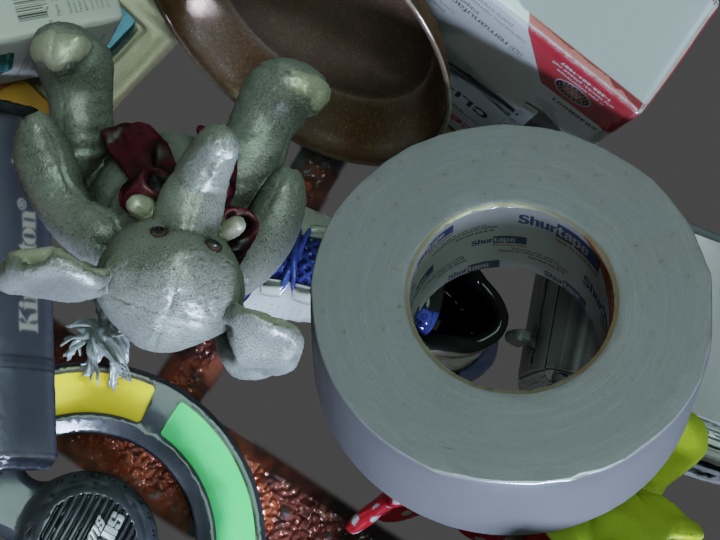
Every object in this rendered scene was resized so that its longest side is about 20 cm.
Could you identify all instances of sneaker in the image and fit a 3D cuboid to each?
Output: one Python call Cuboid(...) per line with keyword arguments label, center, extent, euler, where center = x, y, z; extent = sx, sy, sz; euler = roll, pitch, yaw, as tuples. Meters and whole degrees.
Cuboid(label="sneaker", center=(0.001, 0.000, 1.035), extent=(0.198, 0.115, 0.081), euler=(20, 74, -8))

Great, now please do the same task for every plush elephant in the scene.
Cuboid(label="plush elephant", center=(-0.097, -0.022, 0.936), extent=(0.164, 0.155, 0.201), euler=(15, 94, -21))

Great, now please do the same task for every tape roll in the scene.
Cuboid(label="tape roll", center=(0.074, 0.027, 0.928), extent=(0.199, 0.066, 0.201), euler=(-1, 61, 1))

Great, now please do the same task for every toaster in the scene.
Cuboid(label="toaster", center=(0.185, 0.043, 1.074), extent=(0.199, 0.114, 0.130), euler=(20, 79, -9))

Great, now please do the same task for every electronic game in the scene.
Cuboid(label="electronic game", center=(-0.150, 0.149, 1.008), extent=(0.199, 0.042, 0.201), euler=(3, 78, -13))

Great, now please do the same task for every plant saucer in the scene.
Cuboid(label="plant saucer", center=(-0.029, -0.142, 1.016), extent=(0.200, 0.200, 0.037), euler=(38, 63, -4))

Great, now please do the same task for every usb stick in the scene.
Cuboid(label="usb stick", center=(-0.189, 0.009, 0.990), extent=(0.055, 0.033, 0.201), euler=(7, 75, -43))

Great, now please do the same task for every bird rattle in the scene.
Cuboid(label="bird rattle", center=(0.102, 0.138, 1.012), extent=(0.163, 0.199, 0.113), euler=(43, 45, -42))

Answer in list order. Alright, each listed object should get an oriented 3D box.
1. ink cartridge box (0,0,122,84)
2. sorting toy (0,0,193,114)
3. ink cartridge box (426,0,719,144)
Cuboid(label="ink cartridge box", center=(-0.241, -0.155, 0.986), extent=(0.199, 0.067, 0.117), euler=(-14, 79, -26))
Cuboid(label="sorting toy", center=(-0.221, -0.142, 1.051), extent=(0.185, 0.036, 0.200), euler=(42, 73, -3))
Cuboid(label="ink cartridge box", center=(0.090, -0.138, 1.041), extent=(0.144, 0.200, 0.084), euler=(38, 77, -4))
